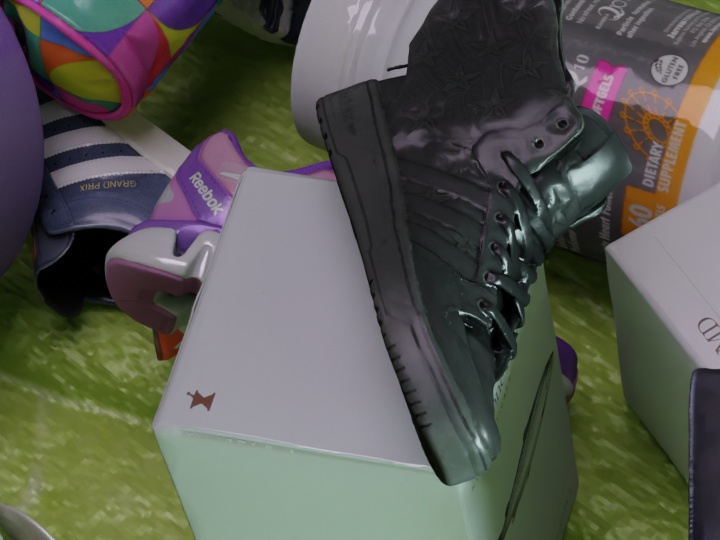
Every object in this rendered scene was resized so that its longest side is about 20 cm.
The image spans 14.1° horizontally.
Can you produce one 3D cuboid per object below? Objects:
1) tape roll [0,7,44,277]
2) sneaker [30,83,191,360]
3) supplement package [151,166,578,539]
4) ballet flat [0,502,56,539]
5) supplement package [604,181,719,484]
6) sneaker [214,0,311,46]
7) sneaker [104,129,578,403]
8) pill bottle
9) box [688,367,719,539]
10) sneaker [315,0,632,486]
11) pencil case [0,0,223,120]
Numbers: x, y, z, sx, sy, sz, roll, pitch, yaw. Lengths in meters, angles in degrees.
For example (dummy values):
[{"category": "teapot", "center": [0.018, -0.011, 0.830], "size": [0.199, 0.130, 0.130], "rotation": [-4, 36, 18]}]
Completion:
[{"category": "tape roll", "center": [-0.235, -0.060, 1.240], "size": [0.199, 0.201, 0.066], "rotation": [18, 28, 21]}, {"category": "sneaker", "center": [-0.129, -0.033, 1.279], "size": [0.200, 0.075, 0.084], "rotation": [34, 63, 27]}, {"category": "supplement package", "center": [0.008, 0.071, 1.108], "size": [0.117, 0.200, 0.117], "rotation": [9, 59, 16]}, {"category": "ballet flat", "center": [-0.130, 0.147, 1.170], "size": [0.069, 0.070, 0.200], "rotation": [-32, 56, -12]}, {"category": "supplement package", "center": [0.214, 0.015, 1.158], "size": [0.200, 0.120, 0.121], "rotation": [-29, 57, -10]}, {"category": "sneaker", "center": [-0.107, -0.164, 1.369], "size": [0.199, 0.130, 0.080], "rotation": [28, 71, -15]}, {"category": "sneaker", "center": [0.000, 0.000, 1.203], "size": [0.199, 0.081, 0.089], "rotation": [20, 64, -1]}, {"category": "pill bottle", "center": [0.078, -0.071, 1.243], "size": [0.199, 0.117, 0.117], "rotation": [18, 61, 21]}, {"category": "box", "center": [0.220, 0.129, 1.032], "size": [0.199, 0.197, 0.118], "rotation": [-2, 55, 9]}, {"category": "sneaker", "center": [0.048, -0.025, 1.007], "size": [0.104, 0.060, 0.200], "rotation": [-18, 52, 1]}, {"category": "pencil case", "center": [-0.078, -0.159, 1.263], "size": [0.088, 0.089, 0.200], "rotation": [25, 65, 24]}]
